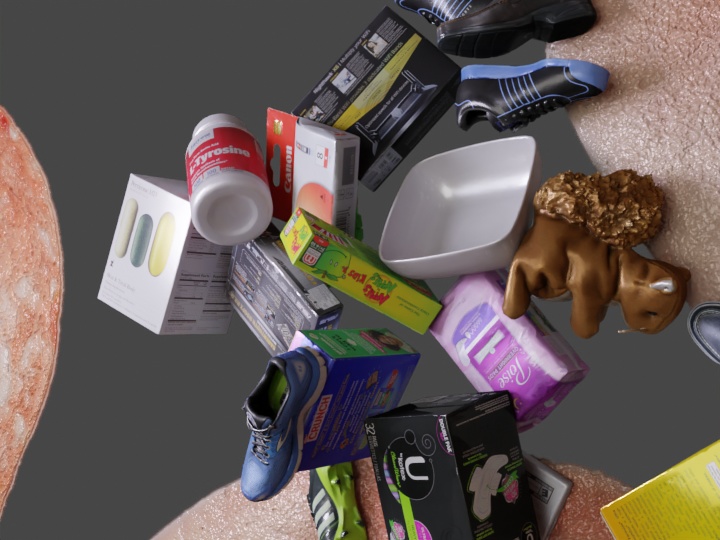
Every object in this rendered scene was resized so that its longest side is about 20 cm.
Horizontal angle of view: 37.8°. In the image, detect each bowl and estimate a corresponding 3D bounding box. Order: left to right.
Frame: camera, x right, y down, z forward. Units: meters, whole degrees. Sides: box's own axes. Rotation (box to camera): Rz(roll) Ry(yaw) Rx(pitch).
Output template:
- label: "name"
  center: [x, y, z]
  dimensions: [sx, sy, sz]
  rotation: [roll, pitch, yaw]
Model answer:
- label: "bowl"
  center: [0.135, -0.068, 1.317]
  dimensions: [0.199, 0.075, 0.201]
  rotation: [-9, 44, 33]

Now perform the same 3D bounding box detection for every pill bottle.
- label: "pill bottle"
  center: [-0.188, -0.135, 1.479]
  dimensions: [0.112, 0.112, 0.201]
  rotation: [-49, 33, 24]

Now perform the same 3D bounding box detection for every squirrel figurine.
- label: "squirrel figurine"
  center: [0.286, -0.019, 1.211]
  dimensions: [0.186, 0.141, 0.202]
  rotation: [14, 99, 29]

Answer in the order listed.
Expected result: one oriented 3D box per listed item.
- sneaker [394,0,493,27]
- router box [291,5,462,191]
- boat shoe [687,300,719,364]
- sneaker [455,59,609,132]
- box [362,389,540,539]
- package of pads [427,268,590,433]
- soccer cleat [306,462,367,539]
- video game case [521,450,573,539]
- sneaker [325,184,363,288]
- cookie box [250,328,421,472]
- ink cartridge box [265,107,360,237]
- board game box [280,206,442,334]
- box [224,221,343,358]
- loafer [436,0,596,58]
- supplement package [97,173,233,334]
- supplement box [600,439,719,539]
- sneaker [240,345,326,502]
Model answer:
- label: "sneaker"
  center: [0.124, -0.334, 1.375]
  dimensions: [0.199, 0.070, 0.078]
  rotation: [14, 89, 34]
- label: "router box"
  center: [0.026, -0.232, 1.421]
  dimensions: [0.200, 0.052, 0.157]
  rotation: [-47, 63, 6]
- label: "boat shoe"
  center: [0.430, 0.097, 1.127]
  dimensions: [0.200, 0.091, 0.071]
  rotation: [38, 109, 30]
- label: "sneaker"
  center: [0.208, -0.211, 1.296]
  dimensions: [0.199, 0.070, 0.079]
  rotation: [4, 80, 37]
- label: "box"
  center: [0.111, 0.260, 1.274]
  dimensions: [0.148, 0.124, 0.202]
  rotation: [-13, 89, 47]
- label: "package of pads"
  center: [0.177, 0.092, 1.319]
  dimensions: [0.121, 0.075, 0.200]
  rotation: [-51, 62, 27]
- label: "soccer cleat"
  center: [-0.038, 0.347, 1.478]
  dimensions: [0.081, 0.067, 0.202]
  rotation: [-17, 77, 52]
- label: "video game case"
  center: [0.154, 0.302, 1.360]
  dimensions: [0.199, 0.023, 0.183]
  rotation: [30, 105, 32]
- label: "sneaker"
  center: [-0.046, -0.073, 1.495]
  dimensions: [0.083, 0.076, 0.202]
  rotation: [-4, 80, 50]
- label: "cookie box"
  center: [-0.030, 0.167, 1.387]
  dimensions: [0.075, 0.199, 0.172]
  rotation: [33, 106, 31]
- label: "ink cartridge box"
  center: [-0.083, -0.123, 1.421]
  dimensions: [0.199, 0.050, 0.163]
  rotation: [23, 118, 42]
- label: "board game box"
  center: [0.000, 0.000, 1.329]
  dimensions: [0.048, 0.199, 0.102]
  rotation: [-56, 23, 12]
- label: "box"
  center: [-0.114, 0.043, 1.506]
  dimensions: [0.200, 0.048, 0.159]
  rotation: [48, 142, 28]
- label: "loafer"
  center: [0.184, -0.312, 1.288]
  dimensions: [0.199, 0.073, 0.073]
  rotation: [-12, 75, -8]
- label: "supplement package"
  center: [-0.275, -0.023, 1.600]
  dimensions: [0.151, 0.150, 0.201]
  rotation: [25, 102, 34]
- label: "supplement box"
  center: [0.384, 0.256, 1.144]
  dimensions: [0.200, 0.109, 0.110]
  rotation: [-39, 67, 28]
- label: "sneaker"
  center: [-0.113, 0.185, 1.269]
  dimensions: [0.078, 0.089, 0.201]
  rotation: [24, 103, 36]
